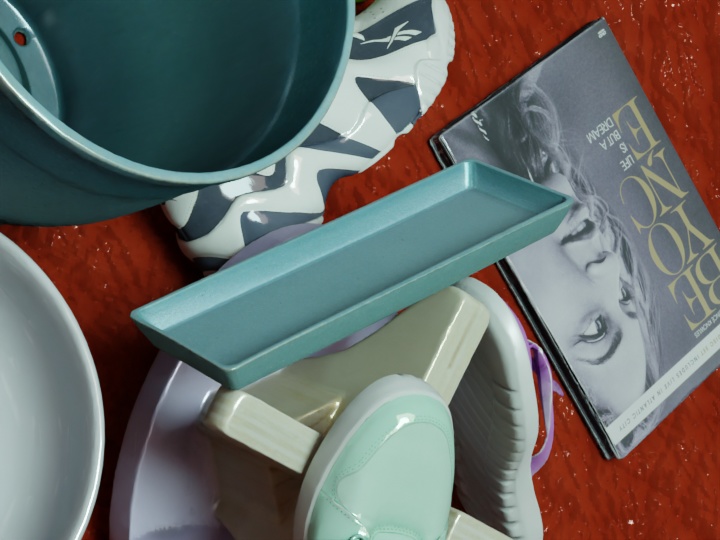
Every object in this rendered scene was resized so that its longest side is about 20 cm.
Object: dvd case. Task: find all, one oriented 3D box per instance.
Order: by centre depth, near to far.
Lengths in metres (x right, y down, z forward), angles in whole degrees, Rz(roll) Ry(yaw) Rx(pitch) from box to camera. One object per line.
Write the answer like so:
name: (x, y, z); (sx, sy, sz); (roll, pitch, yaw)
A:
dvd case: (0.135, -0.020, 1.217); (0.148, 0.016, 0.201); (-37, 102, -36)

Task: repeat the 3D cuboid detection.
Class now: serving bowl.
serving bowl: (-0.205, 0.070, 0.898); (0.198, 0.066, 0.202); (3, 75, -11)

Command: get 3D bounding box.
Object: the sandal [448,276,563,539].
sandal: (0.070, 0.063, 1.060); (0.050, 0.203, 0.083); (-30, 58, -17)

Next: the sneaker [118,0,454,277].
sneaker: (-0.042, -0.103, 1.066); (0.199, 0.079, 0.130); (-49, 117, -23)

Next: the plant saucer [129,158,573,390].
plant saucer: (0.000, 0.000, 0.952); (0.199, 0.070, 0.019); (-25, 123, -35)

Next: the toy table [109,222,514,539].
toy table: (-0.021, 0.082, 0.983); (0.183, 0.117, 0.202); (17, 89, -37)

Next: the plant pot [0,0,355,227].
plant pot: (-0.136, -0.106, 0.926); (0.199, 0.187, 0.202); (14, 66, -36)

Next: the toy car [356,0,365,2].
toy car: (-0.015, -0.255, 1.077); (0.157, 0.164, 0.202); (-4, 75, -36)

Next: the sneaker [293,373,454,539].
sneaker: (0.023, 0.148, 0.883); (0.073, 0.118, 0.202); (13, 92, -35)
